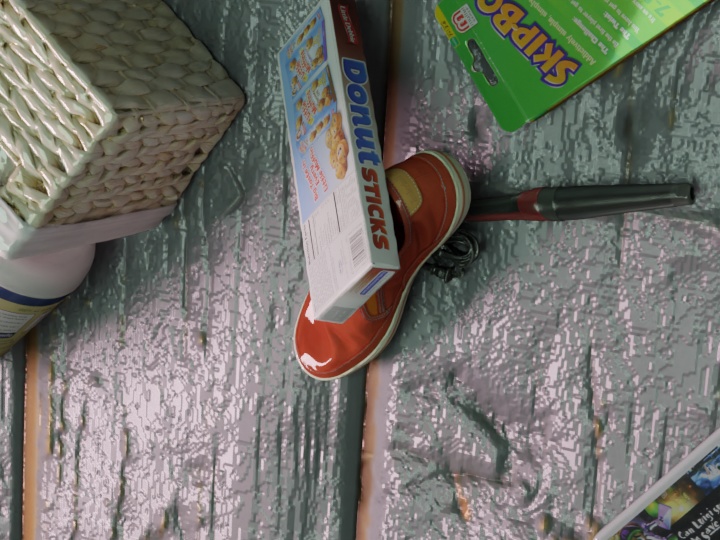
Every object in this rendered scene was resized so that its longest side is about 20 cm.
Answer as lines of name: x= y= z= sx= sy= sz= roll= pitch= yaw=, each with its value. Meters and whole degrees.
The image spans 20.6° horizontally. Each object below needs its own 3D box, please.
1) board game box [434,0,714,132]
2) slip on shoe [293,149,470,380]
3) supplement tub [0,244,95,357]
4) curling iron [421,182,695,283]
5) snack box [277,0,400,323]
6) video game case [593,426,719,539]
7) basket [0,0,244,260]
board game box: x=0.143 y=-0.173 z=1.191 sx=0.199 sy=0.030 sz=0.096 roll=-33 pitch=84 yaw=27
slip on shoe: x=0.000 y=0.000 z=1.268 sx=0.074 sy=0.061 sz=0.200 roll=56 pitch=136 yaw=22
supplement tub: x=-0.297 y=0.004 z=1.393 sx=0.200 sy=0.144 sz=0.145 roll=-40 pitch=82 yaw=28
curling iron: x=0.117 y=-0.031 z=1.235 sx=0.199 sy=0.026 sz=0.050 roll=-12 pitch=92 yaw=30
snack box: x=-0.016 y=-0.072 z=1.229 sx=0.072 sy=0.024 sz=0.201 roll=-45 pitch=45 yaw=47
video game case: x=0.268 y=0.175 z=1.206 sx=0.182 sy=0.023 sz=0.200 roll=49 pitch=119 yaw=9
basket: x=-0.183 y=-0.105 z=1.281 sx=0.136 sy=0.200 sz=0.123 roll=48 pitch=113 yaw=10
